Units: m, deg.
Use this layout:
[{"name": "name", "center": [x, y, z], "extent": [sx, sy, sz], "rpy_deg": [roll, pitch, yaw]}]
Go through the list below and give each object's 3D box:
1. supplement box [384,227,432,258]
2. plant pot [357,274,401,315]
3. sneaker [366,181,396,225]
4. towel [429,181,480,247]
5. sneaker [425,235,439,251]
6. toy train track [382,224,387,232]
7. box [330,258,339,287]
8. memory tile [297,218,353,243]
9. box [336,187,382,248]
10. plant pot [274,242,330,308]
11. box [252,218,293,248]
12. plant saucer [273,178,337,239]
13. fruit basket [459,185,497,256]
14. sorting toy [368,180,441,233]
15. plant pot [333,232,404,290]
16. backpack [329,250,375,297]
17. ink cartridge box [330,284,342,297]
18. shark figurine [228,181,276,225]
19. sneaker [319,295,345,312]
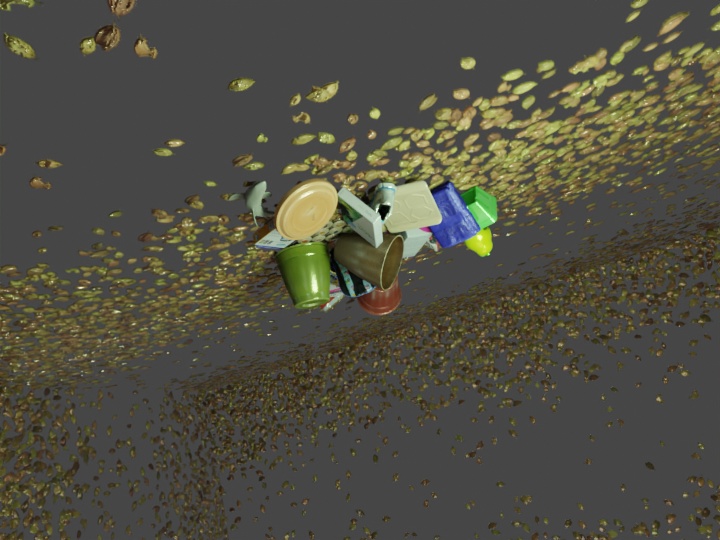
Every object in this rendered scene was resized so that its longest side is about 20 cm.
[{"name": "supplement box", "center": [0.164, -0.125, 1.782], "extent": [0.103, 0.102, 0.200], "rpy_deg": [-9, 161, -17]}, {"name": "plant pot", "center": [0.081, 0.060, 2.146], "extent": [0.199, 0.202, 0.196], "rpy_deg": [-13, 153, -6]}, {"name": "sneaker", "center": [0.056, -0.170, 1.499], "extent": [0.074, 0.087, 0.200], "rpy_deg": [6, 151, -7]}, {"name": "towel", "center": [0.276, -0.172, 1.621], "extent": [0.147, 0.200, 0.050], "rpy_deg": [-26, -158, 27]}, {"name": "sneaker", "center": [0.262, -0.129, 1.914], "extent": [0.074, 0.081, 0.200], "rpy_deg": [9, 170, 21]}, {"name": "toy train track", "center": [0.109, -0.191, 1.657], "extent": [0.199, 0.033, 0.115], "rpy_deg": [-19, 141, -10]}, {"name": "box", "center": [-0.062, 0.026, 1.979], "extent": [0.199, 0.070, 0.064], "rpy_deg": [24, 132, -32]}, {"name": "memory tile", "center": [-0.106, -0.132, 1.683], "extent": [0.199, 0.017, 0.153], "rpy_deg": [-7, 160, -22]}, {"name": "box", "center": [0.001, -0.154, 1.513], "extent": [0.036, 0.144, 0.200], "rpy_deg": [-47, 164, -11]}, {"name": "plant pot", "center": [-0.187, 0.026, 1.773], "extent": [0.199, 0.194, 0.200], "rpy_deg": [-12, 166, -3]}, {"name": "box", "center": [-0.242, -0.123, 1.568], "extent": [0.199, 0.042, 0.119], "rpy_deg": [-27, 158, 39]}, {"name": "plant saucer", "center": [-0.146, -0.163, 1.403], "extent": [0.199, 0.032, 0.201], "rpy_deg": [-29, 149, -19]}, {"name": "fruit basket", "center": [0.380, -0.153, 1.713], "extent": [0.214, 0.156, 0.217], "rpy_deg": [6, 135, 6]}, {"name": "sorting toy", "center": [0.141, -0.198, 1.564], "extent": [0.184, 0.037, 0.200], "rpy_deg": [-10, 147, 20]}, {"name": "plant pot", "center": [0.019, -0.052, 1.689], "extent": [0.199, 0.188, 0.187], "rpy_deg": [17, 173, 21]}, {"name": "backpack", "center": [0.000, 0.000, 1.860], "extent": [0.182, 0.201, 0.134], "rpy_deg": [-22, 161, 19]}, {"name": "ink cartridge box", "center": [-0.117, 0.054, 2.126], "extent": [0.198, 0.076, 0.165], "rpy_deg": [-11, 162, -11]}, {"name": "shark figurine", "center": [-0.269, -0.157, 1.371], "extent": [0.127, 0.090, 0.214], "rpy_deg": [-17, 160, 10]}, {"name": "sneaker", "center": [-0.120, 0.085, 2.252], "extent": [0.200, 0.113, 0.071], "rpy_deg": [-40, 171, -26]}]
